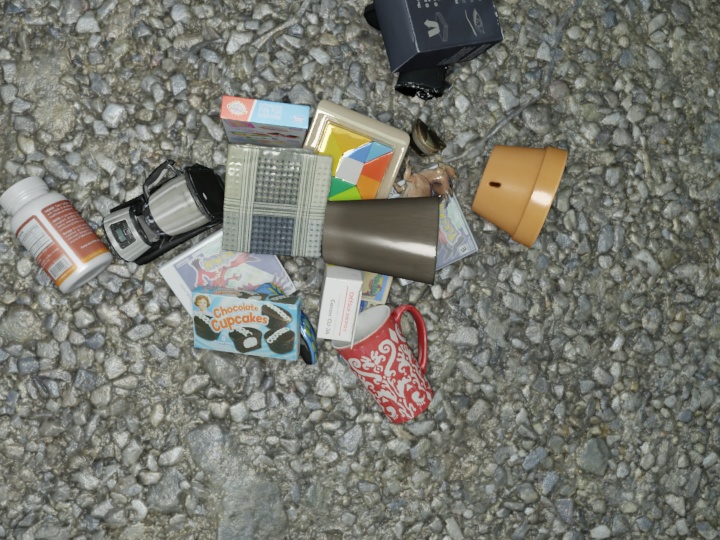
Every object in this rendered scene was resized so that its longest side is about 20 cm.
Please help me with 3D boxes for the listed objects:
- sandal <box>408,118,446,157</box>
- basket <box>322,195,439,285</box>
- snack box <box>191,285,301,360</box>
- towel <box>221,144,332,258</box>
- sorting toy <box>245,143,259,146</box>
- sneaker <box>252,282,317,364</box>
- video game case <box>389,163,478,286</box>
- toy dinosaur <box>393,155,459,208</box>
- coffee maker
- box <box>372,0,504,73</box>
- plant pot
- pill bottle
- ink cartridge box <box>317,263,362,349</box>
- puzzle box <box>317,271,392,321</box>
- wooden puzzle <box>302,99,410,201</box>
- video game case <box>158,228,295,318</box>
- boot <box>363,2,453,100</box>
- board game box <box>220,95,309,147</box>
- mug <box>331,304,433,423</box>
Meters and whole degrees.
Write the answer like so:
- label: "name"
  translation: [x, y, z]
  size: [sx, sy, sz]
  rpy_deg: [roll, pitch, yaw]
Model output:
- label: "sandal"
  translation: [0.123, -0.247, 1.219]
  size: [0.082, 0.200, 0.055]
  rpy_deg: [44, 110, -8]
- label: "basket"
  translation: [0.037, -0.063, 1.119]
  size: [0.198, 0.137, 0.181]
  rpy_deg: [5, 48, 4]
- label: "snack box"
  translation: [-0.210, 0.097, 1.156]
  size: [0.198, 0.037, 0.117]
  rpy_deg: [6, 113, 7]
- label: "towel"
  translation: [-0.151, -0.124, 1.127]
  size: [0.191, 0.035, 0.202]
  rpy_deg: [4, 111, -16]
- label: "sorting toy"
  translation: [-0.126, -0.148, 1.227]
  size: [0.198, 0.107, 0.182]
  rpy_deg: [2, 96, -8]
- label: "sneaker"
  translation: [-0.150, 0.110, 1.221]
  size: [0.082, 0.071, 0.200]
  rpy_deg: [-31, 118, 12]
- label: "video game case"
  translation: [0.126, -0.096, 1.297]
  size: [0.181, 0.023, 0.201]
  rpy_deg: [-25, 94, -8]
- label: "toy dinosaur"
  translation: [0.117, -0.139, 1.247]
  size: [0.135, 0.086, 0.201]
  rpy_deg: [25, 91, -14]
- label: "coffee maker"
  translation: [-0.346, -0.097, 1.167]
  size: [0.199, 0.192, 0.136]
  rpy_deg: [-25, 72, 13]
- label: "box"
  translation: [0.141, -0.502, 1.188]
  size: [0.199, 0.117, 0.198]
  rpy_deg: [-16, 93, -23]
- label: "plant pot"
  translation: [0.310, -0.165, 1.250]
  size: [0.139, 0.200, 0.202]
  rpy_deg: [21, 87, 8]
- label: "pill bottle"
  translation: [-0.562, -0.068, 1.150]
  size: [0.112, 0.112, 0.201]
  rpy_deg: [-38, 95, -7]
- label: "ink cartridge box"
  translation: [-0.039, 0.051, 1.141]
  size: [0.067, 0.200, 0.118]
  rpy_deg: [7, 107, -6]
- label: "puzzle box"
  translation: [0.000, 0.000, 1.246]
  size: [0.132, 0.025, 0.202]
  rpy_deg: [13, 106, -7]
- label: "wooden puzzle"
  translation: [-0.022, -0.191, 1.163]
  size: [0.184, 0.037, 0.201]
  rpy_deg: [19, 99, -10]
- label: "video game case"
  translation: [-0.252, 0.018, 1.206]
  size: [0.199, 0.023, 0.183]
  rpy_deg: [-33, 113, -8]
- label: "boot"
  translation: [0.095, -0.441, 1.268]
  size: [0.196, 0.073, 0.164]
  rpy_deg: [8, 86, -14]
- label: "board game box"
  translation: [-0.176, -0.270, 1.163]
  size: [0.152, 0.200, 0.041]
  rpy_deg: [5, 89, -9]
- label: "mug"
  translation: [0.068, 0.177, 1.221]
  size: [0.177, 0.134, 0.201]
  rpy_deg: [-31, 106, 4]
